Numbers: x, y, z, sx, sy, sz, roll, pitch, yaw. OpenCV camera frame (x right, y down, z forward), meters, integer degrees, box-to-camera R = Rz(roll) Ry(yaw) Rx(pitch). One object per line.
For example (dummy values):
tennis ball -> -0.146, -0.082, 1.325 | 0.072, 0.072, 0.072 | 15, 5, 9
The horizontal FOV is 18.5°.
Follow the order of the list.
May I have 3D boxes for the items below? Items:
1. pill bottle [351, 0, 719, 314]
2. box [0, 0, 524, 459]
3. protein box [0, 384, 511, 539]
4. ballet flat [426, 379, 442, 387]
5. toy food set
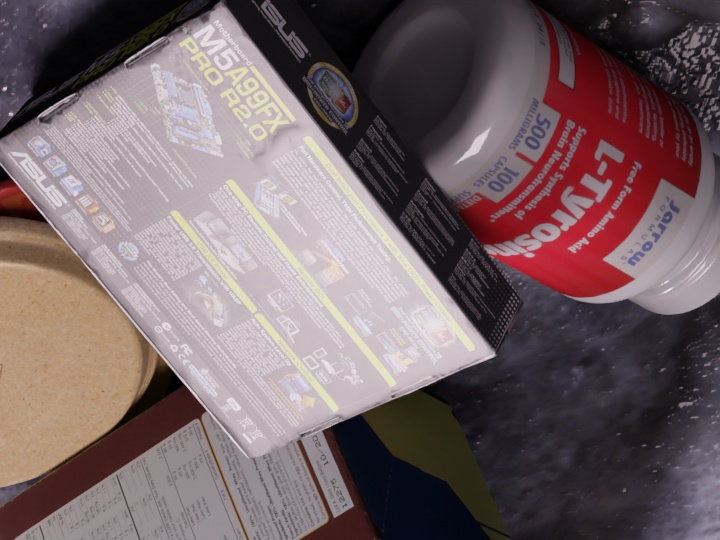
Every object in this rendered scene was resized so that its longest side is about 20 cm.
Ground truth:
pill bottle -> 0.096, -0.052, 1.060 | 0.200, 0.112, 0.112 | 27, 122, -38
box -> -0.048, -0.021, 0.997 | 0.160, 0.044, 0.200 | -27, 110, 37
protein box -> -0.048, 0.156, 1.182 | 0.200, 0.135, 0.198 | -33, 151, 16
ballet flat -> 0.000, 0.000, 1.116 | 0.046, 0.068, 0.200 | 2, 148, 40
toy food set -> -0.192, 0.037, 1.105 | 0.199, 0.049, 0.198 | -10, 137, -8
